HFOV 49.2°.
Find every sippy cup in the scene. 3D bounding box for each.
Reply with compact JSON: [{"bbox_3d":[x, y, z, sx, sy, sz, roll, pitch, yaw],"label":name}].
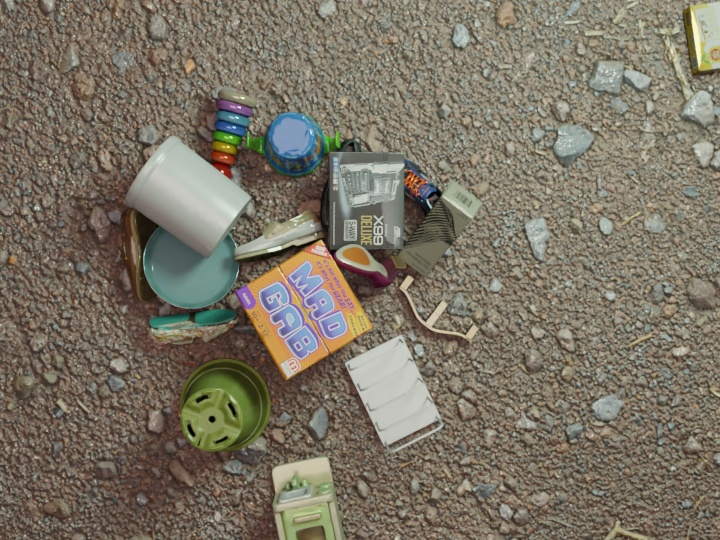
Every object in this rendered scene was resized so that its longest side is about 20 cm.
[{"bbox_3d":[-0.141,-0.272,1.648,0.177,0.130,0.140,-36,90,-1],"label":"sippy cup"}]

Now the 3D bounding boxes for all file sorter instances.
[{"bbox_3d":[0.071,0.258,1.650,0.138,0.125,0.201,-26,90,-2],"label":"file sorter"}]

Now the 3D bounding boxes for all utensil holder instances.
[{"bbox_3d":[-0.346,-0.145,1.601,0.199,0.170,0.171,36,89,-7],"label":"utensil holder"}]

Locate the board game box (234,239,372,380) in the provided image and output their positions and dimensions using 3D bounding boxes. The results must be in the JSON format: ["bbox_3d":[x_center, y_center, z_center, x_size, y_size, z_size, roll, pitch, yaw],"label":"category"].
[{"bbox_3d":[-0.112,0.077,1.609,0.199,0.200,0.201,-31,90,-1],"label":"board game box"}]

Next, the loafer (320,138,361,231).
[{"bbox_3d":[-0.044,-0.183,1.678,0.068,0.070,0.202,14,89,-2],"label":"loafer"}]

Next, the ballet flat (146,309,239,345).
[{"bbox_3d":[-0.353,0.123,1.678,0.198,0.076,0.064,-5,120,3],"label":"ballet flat"}]

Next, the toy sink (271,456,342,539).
[{"bbox_3d":[-0.111,0.509,1.647,0.129,0.112,0.202,-10,90,-2],"label":"toy sink"}]

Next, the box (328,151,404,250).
[{"bbox_3d":[0.011,-0.144,1.629,0.156,0.050,0.202,0,97,-6],"label":"box"}]

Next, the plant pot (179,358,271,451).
[{"bbox_3d":[-0.291,0.290,1.608,0.198,0.190,0.202,0,90,-1],"label":"plant pot"}]

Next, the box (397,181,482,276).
[{"bbox_3d":[0.161,-0.084,1.625,0.082,0.068,0.200,35,133,2],"label":"box"}]

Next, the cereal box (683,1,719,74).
[{"bbox_3d":[0.819,-0.517,1.720,0.198,0.040,0.145,-8,90,-2],"label":"cereal box"}]

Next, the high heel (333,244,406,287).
[{"bbox_3d":[0.000,0.000,1.621,0.096,0.199,0.068,-41,64,33],"label":"high heel"}]

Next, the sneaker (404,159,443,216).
[{"bbox_3d":[0.133,-0.173,1.679,0.200,0.078,0.075,40,88,-1],"label":"sneaker"}]

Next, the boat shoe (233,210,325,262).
[{"bbox_3d":[-0.179,-0.071,1.678,0.198,0.075,0.069,-17,84,-9],"label":"boat shoe"}]

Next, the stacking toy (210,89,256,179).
[{"bbox_3d":[-0.285,-0.277,1.677,0.085,0.085,0.202,15,96,-1],"label":"stacking toy"}]

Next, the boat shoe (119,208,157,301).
[{"bbox_3d":[-0.472,-0.035,1.674,0.067,0.072,0.202,1,98,31],"label":"boat shoe"}]

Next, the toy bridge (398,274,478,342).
[{"bbox_3d":[0.163,0.095,1.702,0.199,0.027,0.067,38,91,-1],"label":"toy bridge"}]

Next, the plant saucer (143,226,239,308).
[{"bbox_3d":[-0.358,-0.017,1.667,0.198,0.027,0.202,3,77,-14],"label":"plant saucer"}]
